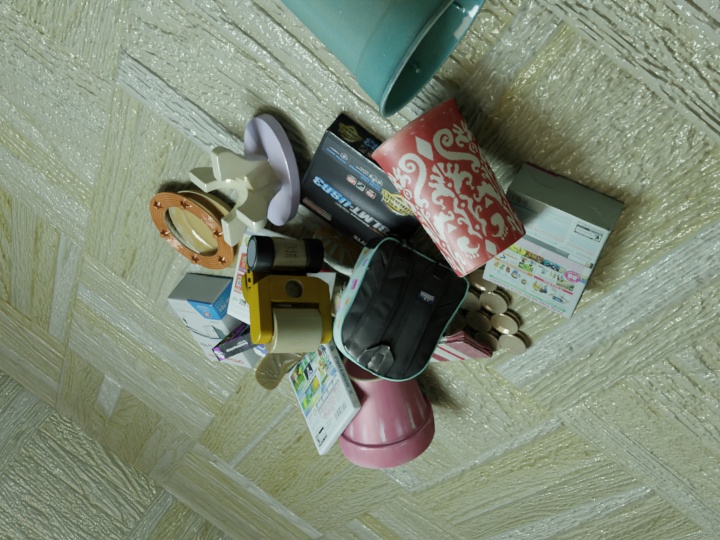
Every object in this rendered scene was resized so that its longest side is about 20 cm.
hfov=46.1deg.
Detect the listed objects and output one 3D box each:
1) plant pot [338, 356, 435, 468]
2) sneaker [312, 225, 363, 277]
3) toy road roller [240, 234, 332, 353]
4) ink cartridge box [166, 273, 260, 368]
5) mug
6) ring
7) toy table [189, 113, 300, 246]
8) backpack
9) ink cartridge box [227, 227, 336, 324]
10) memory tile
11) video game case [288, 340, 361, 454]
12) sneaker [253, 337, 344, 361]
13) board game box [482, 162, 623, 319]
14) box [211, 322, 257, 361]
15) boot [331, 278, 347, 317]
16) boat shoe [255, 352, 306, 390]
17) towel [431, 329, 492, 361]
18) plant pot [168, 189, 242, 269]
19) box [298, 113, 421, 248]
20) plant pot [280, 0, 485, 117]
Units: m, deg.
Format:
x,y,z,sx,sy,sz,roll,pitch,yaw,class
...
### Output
x,y,z,sx,sy,sz,roll,pitch,yaw,class
0.040,0.252,1.653,0.198,0.200,0.181,8,123,33,plant pot
0.000,0.000,1.463,0.198,0.076,0.088,31,151,11,sneaker
-0.130,0.043,1.371,0.121,0.203,0.146,2,160,-25,toy road roller
-0.308,0.110,1.858,0.145,0.086,0.202,5,135,37,ink cartridge box
0.132,-0.111,1.136,0.133,0.177,0.201,-33,89,32,mug
-0.336,-0.072,1.669,0.198,0.019,0.202,24,145,18,ring
-0.181,-0.141,1.371,0.183,0.116,0.202,27,138,42,toy table
0.048,0.066,1.322,0.174,0.202,0.153,26,170,-14,backpack
-0.141,0.021,1.533,0.083,0.178,0.199,5,-170,-43,ink cartridge box
0.192,0.065,1.428,0.152,0.017,0.201,2,134,39,memory tile
-0.074,0.234,1.652,0.184,0.022,0.201,64,146,26,video game case
-0.131,0.129,1.744,0.197,0.081,0.116,7,135,25,sneaker
0.265,-0.038,1.195,0.146,0.065,0.201,26,144,14,board game box
-0.205,0.114,1.719,0.199,0.143,0.036,-22,105,51,box
0.008,0.087,1.565,0.154,0.073,0.200,24,169,39,boot
-0.144,0.152,1.663,0.073,0.065,0.200,39,124,-2,boat shoe
0.113,0.136,1.455,0.197,0.023,0.144,-8,160,27,towel
-0.285,-0.084,1.650,0.198,0.028,0.201,24,144,18,plant pot
0.008,-0.120,1.333,0.199,0.050,0.199,36,146,0,box
0.015,-0.316,0.967,0.195,0.200,0.201,40,147,5,plant pot
